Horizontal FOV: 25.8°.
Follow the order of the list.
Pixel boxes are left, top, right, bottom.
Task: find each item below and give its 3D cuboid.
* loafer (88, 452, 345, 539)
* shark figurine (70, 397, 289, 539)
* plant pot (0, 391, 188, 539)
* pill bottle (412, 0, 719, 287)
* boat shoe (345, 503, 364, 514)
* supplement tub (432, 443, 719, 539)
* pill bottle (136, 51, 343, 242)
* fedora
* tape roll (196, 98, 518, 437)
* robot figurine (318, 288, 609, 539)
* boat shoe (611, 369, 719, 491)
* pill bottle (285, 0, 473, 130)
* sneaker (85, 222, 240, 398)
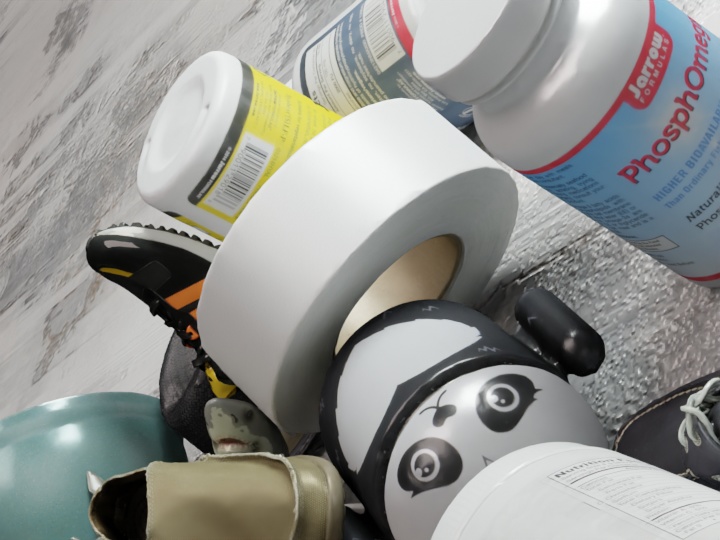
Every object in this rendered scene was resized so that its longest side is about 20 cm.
[{"bbox_3d":[-0.082,0.139,0.856,0.200,0.067,0.077,-18,69,50],"label":"loafer"},{"bbox_3d":[-0.089,0.130,1.017,0.214,0.128,0.090,-39,35,45],"label":"shark figurine"},{"bbox_3d":[-0.207,0.199,1.155,0.200,0.200,0.135,-43,57,33],"label":"plant pot"},{"bbox_3d":[0.127,-0.080,0.768,0.109,0.199,0.109,-43,31,34],"label":"pill bottle"},{"bbox_3d":[-0.062,0.162,0.942,0.199,0.066,0.074,-6,20,25],"label":"boat shoe"},{"bbox_3d":[0.121,0.149,0.606,0.132,0.132,0.200,-64,25,-6],"label":"supplement tub"},{"bbox_3d":[-0.039,-0.054,1.051,0.111,0.199,0.112,-42,33,36],"label":"pill bottle"},{"bbox_3d":[-0.082,0.063,1.140,0.201,0.091,0.201,-43,31,34],"label":"fedora"},{"bbox_3d":[0.000,0.000,0.930,0.071,0.202,0.203,42,106,23],"label":"tape roll"},{"bbox_3d":[0.049,0.087,0.829,0.200,0.124,0.151,-138,53,-65],"label":"robot figurine"},{"bbox_3d":[0.173,0.059,0.697,0.200,0.063,0.073,-23,44,53],"label":"boat shoe"},{"bbox_3d":[0.021,-0.137,1.123,0.200,0.119,0.120,-33,37,45],"label":"pill bottle"},{"bbox_3d":[-0.097,0.036,1.047,0.070,0.199,0.090,110,179,-74],"label":"sneaker"}]
